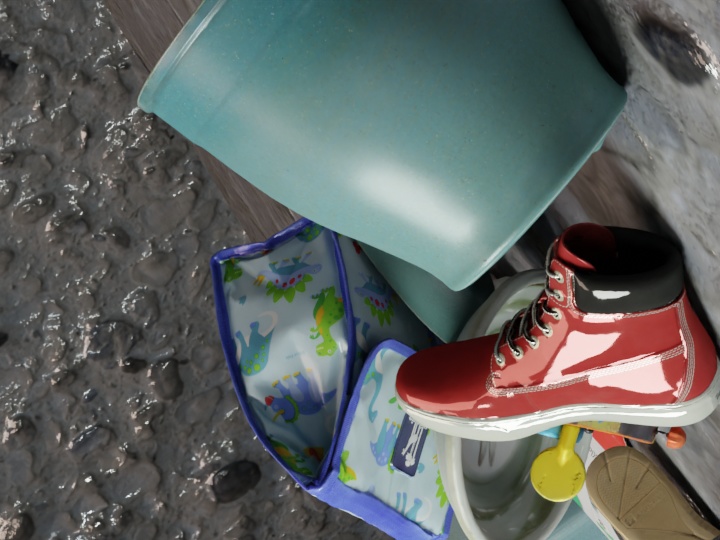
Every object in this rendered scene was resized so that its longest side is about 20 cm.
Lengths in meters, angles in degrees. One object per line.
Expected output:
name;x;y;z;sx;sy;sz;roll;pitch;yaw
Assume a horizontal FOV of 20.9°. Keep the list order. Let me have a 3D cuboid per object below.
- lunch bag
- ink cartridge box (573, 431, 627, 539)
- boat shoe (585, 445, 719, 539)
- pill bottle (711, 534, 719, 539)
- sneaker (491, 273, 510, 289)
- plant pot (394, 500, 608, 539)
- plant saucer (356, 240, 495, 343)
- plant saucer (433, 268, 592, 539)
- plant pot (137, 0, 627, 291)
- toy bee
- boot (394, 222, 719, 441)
lunch bag;-0.004;0.081;1.339;0.170;0.127;0.200;34;-140;-53
ink cartridge box;0.172;0.131;1.622;0.161;0.050;0.200;49;173;44
boat shoe;0.244;0.217;1.453;0.200;0.072;0.065;50;-175;18
pill bottle;0.251;0.224;1.242;0.106;0.106;0.200;53;173;20
sneaker;0.077;0.042;1.611;0.200;0.088;0.075;139;116;-80
plant pot;0.148;0.308;2.016;0.196;0.200;0.196;48;170;52
plant saucer;0.040;-0.028;1.391;0.200;0.036;0.200;49;-165;-18
plant saucer;0.098;0.096;1.342;0.050;0.200;0.200;8;143;34
plant pot;0.024;-0.099;0.979;0.188;0.200;0.200;40;174;-2
toy bee;0.160;0.079;1.283;0.109;0.200;0.131;16;112;35
boot;0.099;0.029;1.133;0.144;0.200;0.072;62;-149;-41
